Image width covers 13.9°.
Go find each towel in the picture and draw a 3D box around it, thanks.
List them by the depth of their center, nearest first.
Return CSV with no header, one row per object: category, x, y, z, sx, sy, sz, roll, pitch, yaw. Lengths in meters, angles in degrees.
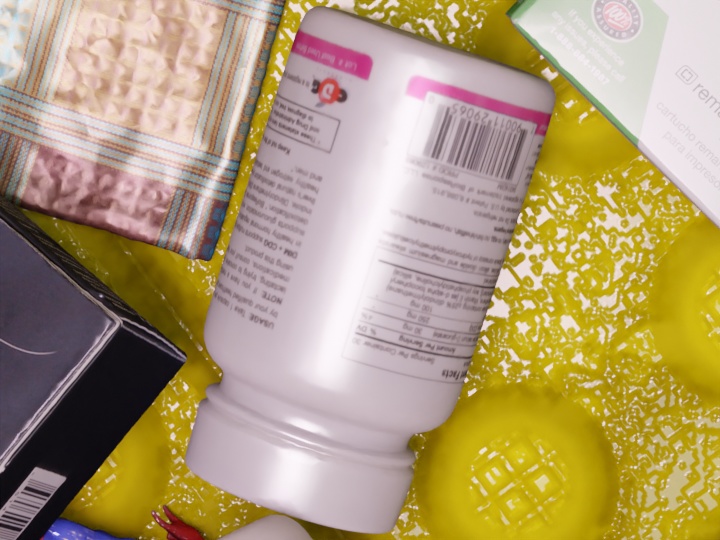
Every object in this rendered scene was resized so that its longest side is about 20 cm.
towel,-0.106,-0.119,1.276,0.146,0.022,0.201,16,96,3

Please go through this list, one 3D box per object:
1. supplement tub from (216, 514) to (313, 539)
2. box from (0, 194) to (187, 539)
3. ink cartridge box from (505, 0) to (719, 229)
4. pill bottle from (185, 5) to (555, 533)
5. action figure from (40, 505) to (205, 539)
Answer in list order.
supplement tub,-0.045,0.215,1.182,0.144,0.145,0.201,-27,85,5
box,-0.215,0.043,1.206,0.196,0.124,0.200,40,89,13
ink cartridge box,0.180,-0.128,1.225,0.147,0.083,0.200,43,95,-1
pill bottle,0.000,0.000,1.233,0.113,0.113,0.201,19,96,2
action figure,-0.087,0.144,1.284,0.199,0.052,0.066,24,101,-2
